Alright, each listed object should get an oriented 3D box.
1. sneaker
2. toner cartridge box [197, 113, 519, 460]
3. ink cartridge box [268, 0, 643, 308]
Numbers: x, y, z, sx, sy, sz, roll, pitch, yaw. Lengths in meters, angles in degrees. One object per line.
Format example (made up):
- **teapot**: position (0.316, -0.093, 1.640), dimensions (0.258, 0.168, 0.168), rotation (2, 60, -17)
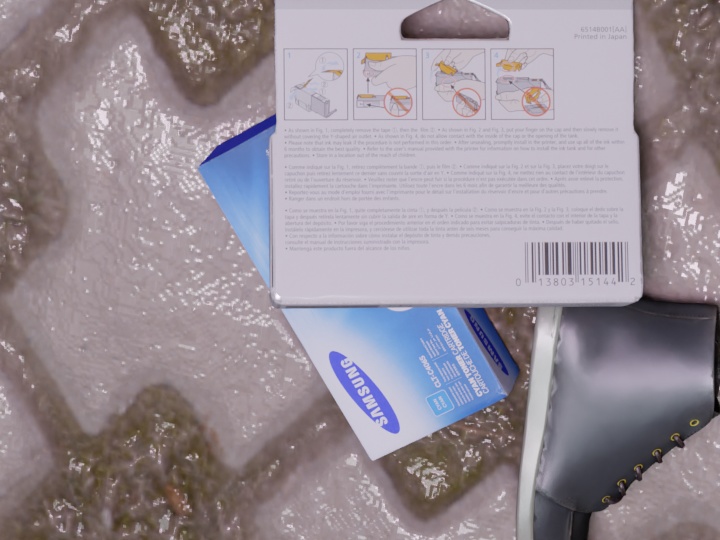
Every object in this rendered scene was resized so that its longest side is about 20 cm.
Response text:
- **sneaker**: position (0.146, 0.109, 1.251), dimensions (0.106, 0.075, 0.201), rotation (6, 110, 12)
- **toner cartridge box**: position (0.000, 0.000, 1.266), dimensions (0.095, 0.043, 0.200), rotation (-27, 101, 22)
- **ink cartridge box**: position (0.050, -0.069, 1.200), dimensions (0.199, 0.045, 0.177), rotation (0, 86, -4)
